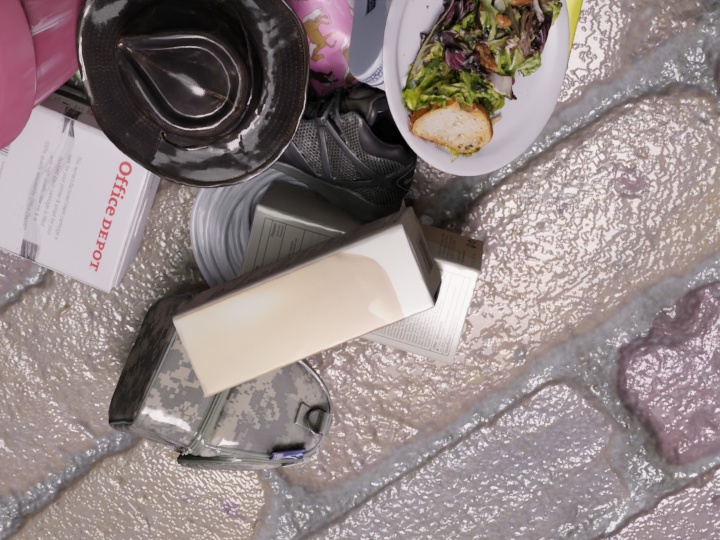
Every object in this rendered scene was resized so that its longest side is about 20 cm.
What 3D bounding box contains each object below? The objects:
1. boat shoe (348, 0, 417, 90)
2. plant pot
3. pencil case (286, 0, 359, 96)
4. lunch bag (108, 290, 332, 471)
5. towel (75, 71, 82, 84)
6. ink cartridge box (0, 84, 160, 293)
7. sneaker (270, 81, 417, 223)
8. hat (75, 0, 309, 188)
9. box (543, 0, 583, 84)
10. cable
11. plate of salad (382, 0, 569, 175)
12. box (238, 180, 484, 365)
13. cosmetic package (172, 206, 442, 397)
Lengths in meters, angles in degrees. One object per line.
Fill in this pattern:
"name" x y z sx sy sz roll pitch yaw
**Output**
"boat shoe" 0.047 -0.232 1.097 0.085 0.205 0.074 22 150 -30
"plant pot" -0.310 -0.204 1.090 0.198 0.179 0.203 16 122 28
"pencil case" -0.030 -0.218 1.145 0.082 0.086 0.202 -10 115 51
"lunch bag" -0.126 0.114 1.221 0.166 0.200 0.141 25 76 -16
"towel" -0.196 -0.259 1.177 0.198 0.031 0.151 -24 106 16
"ink cartridge box" -0.288 -0.091 1.226 0.197 0.083 0.148 23 113 -1
"sneaker" -0.039 -0.129 1.105 0.198 0.076 0.115 29 131 3
"hat" -0.141 -0.154 1.037 0.197 0.081 0.204 2 104 9
"box" 0.133 -0.243 1.130 0.115 0.049 0.203 11 114 2
"cable" -0.054 -0.039 1.224 0.198 0.069 0.201 31 112 -4
"plate of salad" 0.101 -0.174 1.056 0.198 0.048 0.203 -10 107 -34
"box" 0.000 0.000 1.150 0.197 0.078 0.096 18 112 2
"cosmetic package" -0.039 0.023 1.062 0.198 0.105 0.072 -22 97 12
